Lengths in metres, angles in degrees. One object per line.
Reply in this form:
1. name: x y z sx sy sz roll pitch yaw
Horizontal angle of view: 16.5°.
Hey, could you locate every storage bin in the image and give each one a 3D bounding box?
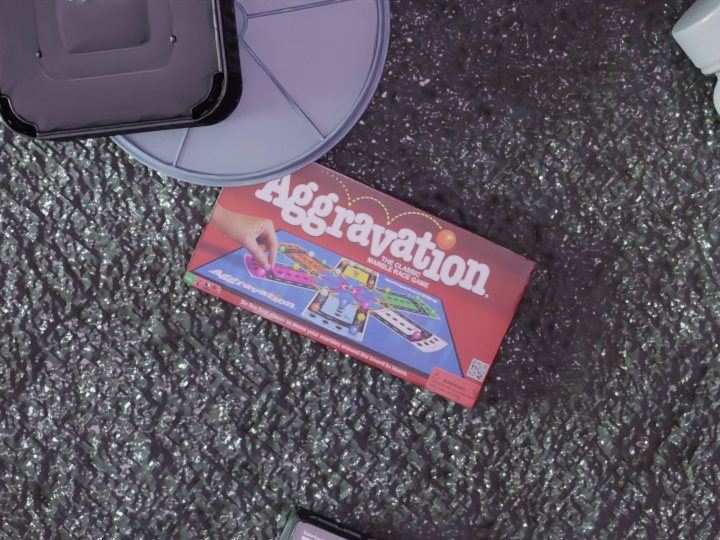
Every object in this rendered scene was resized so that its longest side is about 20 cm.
1. storage bin: -0.148 -0.180 1.460 0.135 0.094 0.201 -6 91 3

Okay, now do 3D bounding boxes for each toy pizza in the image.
1. toy pizza: -0.081 -0.151 1.520 0.200 0.032 0.201 0 92 3

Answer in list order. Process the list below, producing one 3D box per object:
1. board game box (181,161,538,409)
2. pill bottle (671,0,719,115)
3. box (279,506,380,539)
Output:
1. board game box: 0.000 0.000 1.553 0.200 0.019 0.103 24 92 -6
2. pill bottle: 0.288 -0.099 1.517 0.114 0.114 0.200 -41 98 0
3. box: 0.017 0.261 1.565 0.200 0.049 0.162 23 95 -6
